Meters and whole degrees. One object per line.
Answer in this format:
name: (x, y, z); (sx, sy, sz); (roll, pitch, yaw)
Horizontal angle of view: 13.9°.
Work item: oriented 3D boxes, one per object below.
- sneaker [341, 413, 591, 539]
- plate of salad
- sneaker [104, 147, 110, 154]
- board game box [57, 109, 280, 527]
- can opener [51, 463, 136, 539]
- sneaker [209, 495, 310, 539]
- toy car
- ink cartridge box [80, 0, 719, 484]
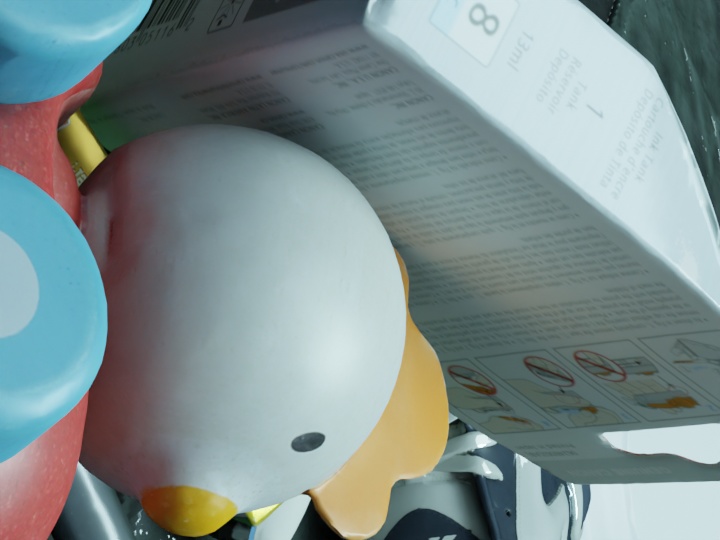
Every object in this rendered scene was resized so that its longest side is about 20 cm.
sneaker: (0.022, 0.062, 1.013); (0.130, 0.079, 0.199); (-82, 157, -47)
plate of salad: (0.121, 0.073, 1.227); (0.200, 0.048, 0.201); (3, 87, -59)
sneaker: (-0.089, -0.066, 0.893); (0.200, 0.076, 0.116); (57, -4, 1)
board game box: (-0.092, -0.017, 0.824); (0.030, 0.095, 0.200); (-40, 121, -23)
can opener: (-0.086, 0.090, 0.852); (0.066, 0.053, 0.200); (-124, -169, -68)
sneaker: (0.000, 0.000, 0.945); (0.072, 0.072, 0.200); (19, 88, -18)
toy car: (-0.059, 0.021, 0.700); (0.200, 0.184, 0.177); (21, 57, -24)
ink cartridge box: (0.039, -0.013, 0.777); (0.200, 0.160, 0.047); (36, 67, -24)
